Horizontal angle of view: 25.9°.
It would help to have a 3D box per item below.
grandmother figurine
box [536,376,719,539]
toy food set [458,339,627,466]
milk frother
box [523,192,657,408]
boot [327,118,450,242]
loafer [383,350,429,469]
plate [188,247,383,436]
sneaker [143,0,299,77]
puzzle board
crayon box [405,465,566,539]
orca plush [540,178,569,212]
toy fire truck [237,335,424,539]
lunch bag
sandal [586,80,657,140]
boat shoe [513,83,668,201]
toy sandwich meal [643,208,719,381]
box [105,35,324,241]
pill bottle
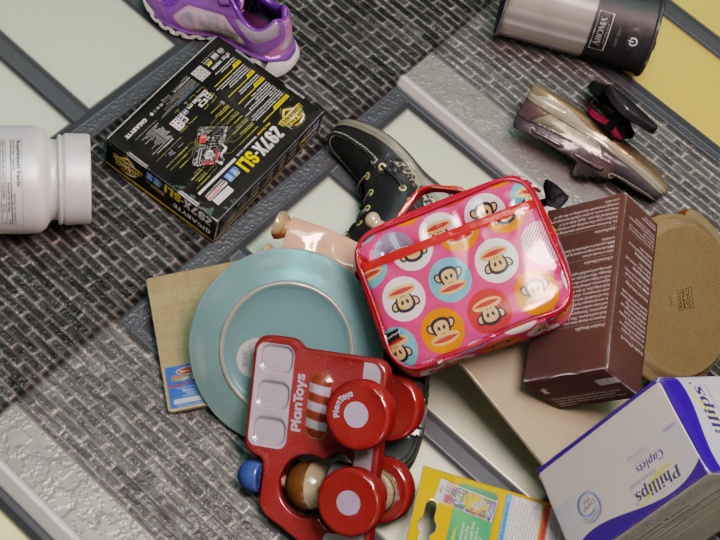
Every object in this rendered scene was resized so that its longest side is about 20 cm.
[{"bbox_3d":[0.000,0.000,1.617,0.199,0.061,0.122,23,96,7],"label":"grandmother figurine"},{"bbox_3d":[0.308,0.189,1.512,0.199,0.184,0.106,2,54,-43],"label":"box"},{"bbox_3d":[0.182,0.119,1.626,0.143,0.060,0.200,-37,84,-30],"label":"toy food set"},{"bbox_3d":[0.274,-0.353,1.914,0.186,0.182,0.200,16,15,-1],"label":"milk frother"},{"bbox_3d":[0.235,0.031,1.582,0.075,0.100,0.202,38,54,-38],"label":"box"},{"bbox_3d":[0.004,-0.063,1.711,0.203,0.074,0.154,42,64,16],"label":"boot"},{"bbox_3d":[0.040,0.110,1.618,0.071,0.063,0.202,11,58,-6],"label":"loafer"},{"bbox_3d":[-0.074,0.078,1.575,0.198,0.026,0.202,0,94,-4],"label":"plate"},{"bbox_3d":[-0.158,-0.305,1.815,0.199,0.089,0.081,25,59,6],"label":"sneaker"},{"bbox_3d":[-0.114,0.060,1.628,0.198,0.017,0.152,-11,67,-4],"label":"puzzle board"},{"bbox_3d":[0.139,0.283,1.541,0.198,0.052,0.127,17,58,-1],"label":"crayon box"},{"bbox_3d":[0.132,-0.025,1.668,0.071,0.200,0.105,41,19,3],"label":"orca plush"},{"bbox_3d":[-0.036,0.172,1.529,0.166,0.112,0.202,8,94,21],"label":"toy fire truck"},{"bbox_3d":[0.099,-0.004,1.542,0.198,0.082,0.178,-21,75,4],"label":"lunch bag"},{"bbox_3d":[0.290,-0.178,1.791,0.075,0.200,0.045,41,97,-8],"label":"sandal"},{"bbox_3d":[0.264,-0.137,1.807,0.199,0.065,0.072,34,16,-10],"label":"boat shoe"},{"bbox_3d":[0.329,0.026,1.698,0.204,0.070,0.207,1,89,-35],"label":"toy sandwich meal"},{"bbox_3d":[-0.162,-0.150,1.746,0.159,0.049,0.200,36,60,8],"label":"box"},{"bbox_3d":[-0.382,-0.094,1.632,0.198,0.114,0.114,-1,59,-12],"label":"pill bottle"}]
